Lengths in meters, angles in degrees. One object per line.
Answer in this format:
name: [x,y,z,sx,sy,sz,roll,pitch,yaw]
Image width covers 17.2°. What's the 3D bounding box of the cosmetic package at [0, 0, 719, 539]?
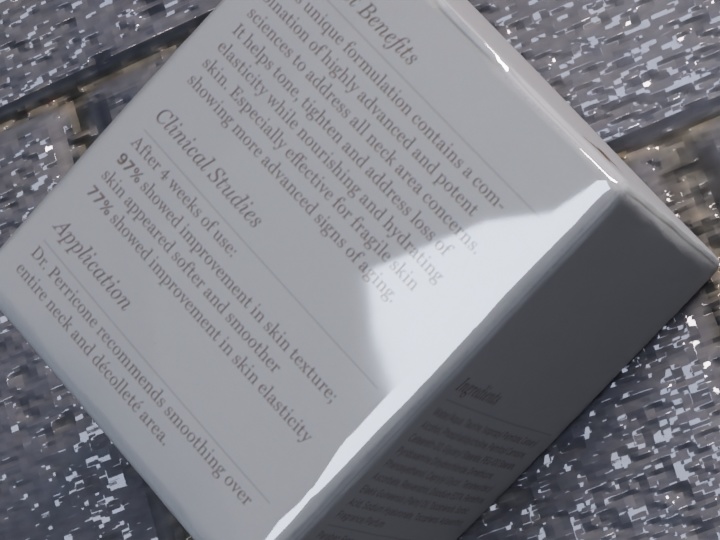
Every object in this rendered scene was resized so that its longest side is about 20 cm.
cosmetic package: [0.000,0.000,0.914,0.200,0.166,0.167,-46,68,8]
